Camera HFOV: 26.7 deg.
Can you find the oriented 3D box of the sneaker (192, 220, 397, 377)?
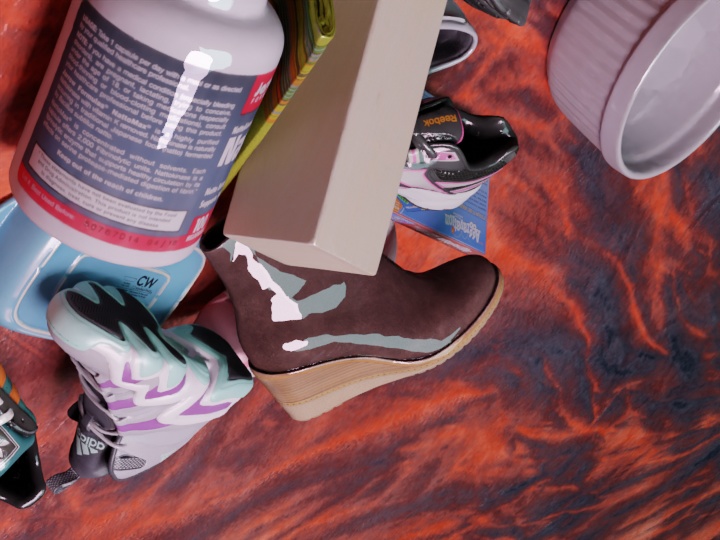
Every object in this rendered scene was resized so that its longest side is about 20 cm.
[{"bbox_3d":[-0.048,-0.004,1.125,0.200,0.075,0.105,-31,146,-34],"label":"sneaker"}]

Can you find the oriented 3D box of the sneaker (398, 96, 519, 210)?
[{"bbox_3d":[0.024,-0.089,1.017,0.199,0.081,0.086,-6,165,-42],"label":"sneaker"}]

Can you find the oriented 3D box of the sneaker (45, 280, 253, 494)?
[{"bbox_3d":[-0.167,0.091,0.995,0.140,0.078,0.200,-46,147,8],"label":"sneaker"}]

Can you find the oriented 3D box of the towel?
[{"bbox_3d":[-0.071,-0.103,0.906,0.018,0.087,0.200,17,136,-25],"label":"towel"}]

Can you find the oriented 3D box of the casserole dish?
[{"bbox_3d":[-0.171,0.000,0.992,0.121,0.039,0.200,-52,153,11],"label":"casserole dish"}]

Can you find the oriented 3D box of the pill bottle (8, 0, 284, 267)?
[{"bbox_3d":[-0.110,-0.114,0.844,0.119,0.120,0.201,-8,133,-50],"label":"pill bottle"}]

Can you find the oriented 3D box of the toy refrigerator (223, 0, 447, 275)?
[{"bbox_3d":[-0.010,-0.103,0.916,0.070,0.075,0.202,25,75,-49],"label":"toy refrigerator"}]

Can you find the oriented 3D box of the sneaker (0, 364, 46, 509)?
[{"bbox_3d":[-0.243,0.084,0.949,0.071,0.080,0.200,-38,150,-12],"label":"sneaker"}]

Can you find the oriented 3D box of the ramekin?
[{"bbox_3d":[0.247,-0.186,1.272,0.199,0.105,0.201,-34,149,-24],"label":"ramekin"}]

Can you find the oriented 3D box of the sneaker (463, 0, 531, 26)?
[{"bbox_3d":[0.078,-0.236,1.023,0.091,0.076,0.200,-61,158,5],"label":"sneaker"}]

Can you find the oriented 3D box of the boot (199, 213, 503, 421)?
[{"bbox_3d":[0.000,0.000,1.064,0.199,0.072,0.167,-30,123,-13],"label":"boot"}]

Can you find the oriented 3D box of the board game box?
[{"bbox_3d":[0.052,-0.080,1.164,0.200,0.019,0.104,22,69,-60],"label":"board game box"}]

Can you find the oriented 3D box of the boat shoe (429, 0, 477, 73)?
[{"bbox_3d":[-0.005,-0.145,1.006,0.199,0.069,0.072,-16,140,-41],"label":"boat shoe"}]
